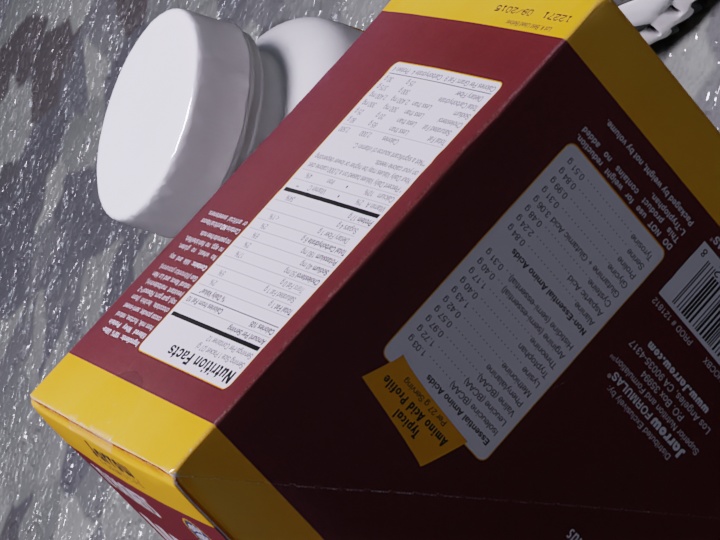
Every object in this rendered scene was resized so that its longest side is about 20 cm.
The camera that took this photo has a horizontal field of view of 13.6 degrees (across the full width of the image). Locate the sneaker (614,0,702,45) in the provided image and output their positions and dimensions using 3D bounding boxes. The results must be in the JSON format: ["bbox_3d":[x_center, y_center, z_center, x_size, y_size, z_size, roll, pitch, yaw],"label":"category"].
[{"bbox_3d":[0.076,-0.117,1.203,0.200,0.090,0.067,-46,38,44],"label":"sneaker"}]

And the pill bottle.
[{"bbox_3d":[0.005,-0.033,1.170,0.113,0.199,0.113,-40,42,48],"label":"pill bottle"}]

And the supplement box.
[{"bbox_3d":[0.041,0.046,0.981,0.200,0.197,0.133,-47,24,-11],"label":"supplement box"}]
